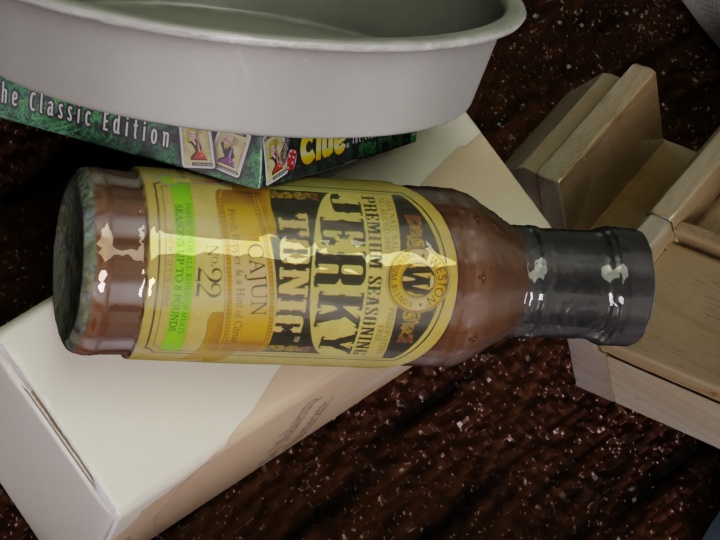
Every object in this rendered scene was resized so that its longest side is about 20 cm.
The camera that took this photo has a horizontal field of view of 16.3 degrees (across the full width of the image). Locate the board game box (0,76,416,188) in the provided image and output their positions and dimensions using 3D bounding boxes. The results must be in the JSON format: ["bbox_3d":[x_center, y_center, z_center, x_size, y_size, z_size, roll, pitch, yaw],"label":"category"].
[{"bbox_3d":[-0.089,-0.068,0.881,0.199,0.024,0.105,16,21,27],"label":"board game box"}]

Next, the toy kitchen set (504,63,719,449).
[{"bbox_3d":[0.121,-0.080,0.913,0.162,0.181,0.200,23,57,32],"label":"toy kitchen set"}]

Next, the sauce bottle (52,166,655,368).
[{"bbox_3d":[0.000,0.000,0.837,0.198,0.065,0.065,1,67,-16],"label":"sauce bottle"}]

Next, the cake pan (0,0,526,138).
[{"bbox_3d":[-0.044,-0.085,0.851,0.199,0.200,0.037,2,108,-16],"label":"cake pan"}]

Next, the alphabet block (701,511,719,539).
[{"bbox_3d":[0.273,0.079,0.915,0.200,0.197,0.196,38,64,2],"label":"alphabet block"}]

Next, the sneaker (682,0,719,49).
[{"bbox_3d":[0.157,-0.191,1.071,0.115,0.074,0.201,-33,89,-28],"label":"sneaker"}]

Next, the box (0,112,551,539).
[{"bbox_3d":[-0.038,0.020,0.904,0.199,0.095,0.078,-33,80,-24],"label":"box"}]
